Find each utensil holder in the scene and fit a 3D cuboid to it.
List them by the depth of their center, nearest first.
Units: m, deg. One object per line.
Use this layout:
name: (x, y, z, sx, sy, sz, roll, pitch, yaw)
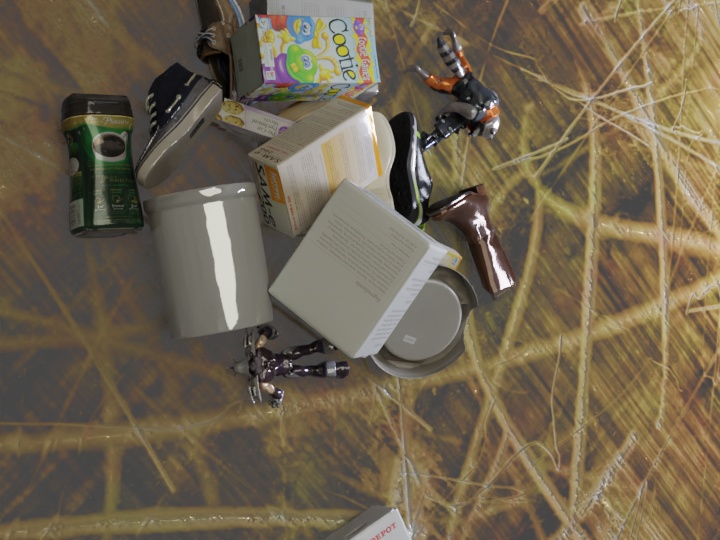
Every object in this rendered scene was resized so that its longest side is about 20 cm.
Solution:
utensil holder: (-0.219, -0.014, 1.528, 0.167, 0.169, 0.204, -10, 92, -30)

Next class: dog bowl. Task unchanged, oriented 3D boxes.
dog bowl: (0.092, 0.073, 1.707, 0.196, 0.059, 0.204, -6, 115, -14)

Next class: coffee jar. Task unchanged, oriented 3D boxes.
coffee jar: (-0.372, -0.152, 1.506, 0.103, 0.085, 0.204, -3, 85, -35)

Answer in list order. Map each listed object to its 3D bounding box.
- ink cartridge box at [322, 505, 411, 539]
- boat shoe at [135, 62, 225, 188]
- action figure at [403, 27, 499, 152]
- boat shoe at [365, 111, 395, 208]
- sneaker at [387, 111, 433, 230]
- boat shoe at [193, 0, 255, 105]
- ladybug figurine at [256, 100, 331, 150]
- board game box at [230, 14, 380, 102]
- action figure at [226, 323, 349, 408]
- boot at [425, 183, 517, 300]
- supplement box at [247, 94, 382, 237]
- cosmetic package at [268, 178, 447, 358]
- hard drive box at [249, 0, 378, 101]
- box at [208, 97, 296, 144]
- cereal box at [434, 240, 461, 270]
ink cartridge box: (0.025, 0.493, 1.642, 0.144, 0.083, 0.203, -27, 97, -29)
boat shoe: (-0.287, -0.214, 1.531, 0.092, 0.075, 0.201, 31, 62, 8)
action figure: (0.166, -0.300, 1.828, 0.194, 0.104, 0.200, 46, 62, -5)
boat shoe: (0.020, -0.159, 1.746, 0.070, 0.059, 0.204, -2, 83, -19)
sneaker: (0.083, -0.166, 1.792, 0.082, 0.071, 0.205, 8, 79, -53)
boat shoe: (-0.215, -0.350, 1.624, 0.072, 0.072, 0.203, -28, 98, -45)
ladybug figurine: (-0.087, -0.199, 1.683, 0.198, 0.072, 0.138, -30, 97, -29)
board game box: (-0.083, -0.321, 1.597, 0.197, 0.103, 0.107, -6, 86, -30)
action figure: (-0.114, 0.145, 1.626, 0.196, 0.069, 0.133, -3, 91, -26)
boot: (0.198, -0.036, 1.808, 0.185, 0.063, 0.204, -24, 99, -50)
supplement box: (-0.065, -0.160, 1.583, 0.199, 0.073, 0.128, -36, 133, -31)
cosmetic package: (0.000, 0.000, 1.559, 0.165, 0.167, 0.202, 36, 95, 11)
hard drive box: (-0.075, -0.363, 1.711, 0.197, 0.076, 0.159, 1, 83, -29)
box: (-0.195, -0.234, 1.601, 0.196, 0.039, 0.042, 20, 73, 0)
cereal box: (0.051, -0.001, 1.717, 0.197, 0.040, 0.146, 22, 104, -25)
